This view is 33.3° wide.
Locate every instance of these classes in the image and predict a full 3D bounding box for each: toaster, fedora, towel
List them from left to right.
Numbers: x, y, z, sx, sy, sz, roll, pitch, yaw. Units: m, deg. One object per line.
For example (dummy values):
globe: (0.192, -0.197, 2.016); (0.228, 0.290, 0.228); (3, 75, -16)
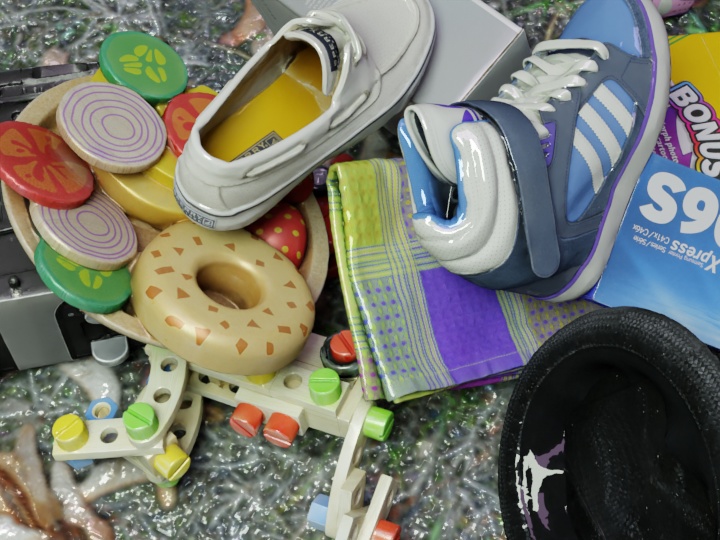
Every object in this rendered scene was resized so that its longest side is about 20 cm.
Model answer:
toaster: (-0.213, -0.033, 0.745); (0.181, 0.119, 0.200); (-10, 59, -10)
towel: (0.070, -0.004, 0.716); (0.200, 0.023, 0.144); (-7, 83, -40)
fedora: (0.166, 0.121, 0.666); (0.092, 0.201, 0.201); (8, 50, -38)

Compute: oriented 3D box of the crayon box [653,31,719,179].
crayon box: (0.227, -0.072, 0.826); (0.172, 0.058, 0.200); (-7, 58, -7)

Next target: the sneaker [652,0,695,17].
sneaker: (0.219, -0.273, 0.950); (0.088, 0.081, 0.200); (0, 62, -11)

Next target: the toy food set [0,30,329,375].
toy food set: (-0.104, -0.039, 0.666); (0.198, 0.049, 0.200); (30, 45, -11)

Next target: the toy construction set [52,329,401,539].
toy construction set: (-0.059, 0.090, 0.682); (0.200, 0.092, 0.131); (25, 57, 6)

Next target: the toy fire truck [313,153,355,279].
toy fire truck: (0.000, 0.000, 0.776); (0.200, 0.049, 0.141); (-38, 68, -22)

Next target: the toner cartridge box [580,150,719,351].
toner cartridge box: (0.238, 0.006, 0.731); (0.200, 0.043, 0.095); (20, 92, -9)

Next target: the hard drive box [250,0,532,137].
hard drive box: (0.020, -0.152, 0.803); (0.200, 0.156, 0.077); (40, 89, 20)

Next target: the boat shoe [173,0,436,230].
boat shoe: (-0.023, -0.105, 0.647); (0.071, 0.070, 0.200); (42, 62, 10)

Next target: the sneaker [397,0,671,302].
sneaker: (0.092, -0.088, 0.671); (0.081, 0.146, 0.200); (10, 82, 50)
